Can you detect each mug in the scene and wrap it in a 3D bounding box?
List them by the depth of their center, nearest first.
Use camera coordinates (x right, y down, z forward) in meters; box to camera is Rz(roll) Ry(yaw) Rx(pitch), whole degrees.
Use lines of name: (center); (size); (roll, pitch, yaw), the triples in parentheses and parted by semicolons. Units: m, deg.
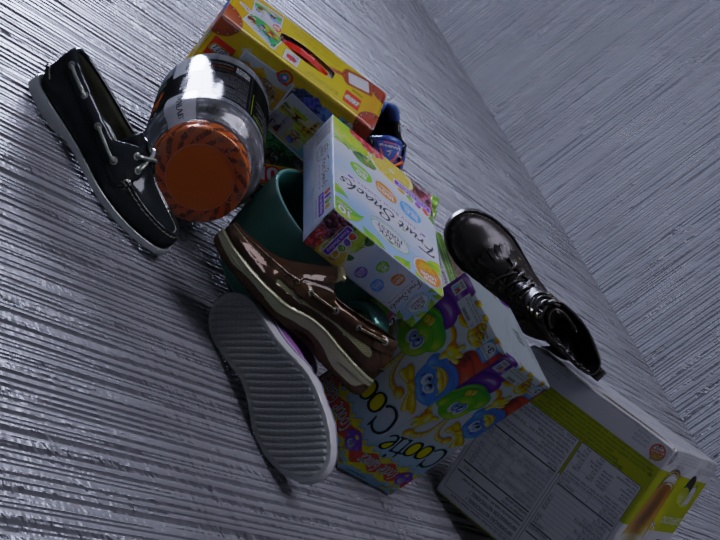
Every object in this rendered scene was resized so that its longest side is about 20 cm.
mug: (-0.062, 0.004, 1.503); (0.151, 0.114, 0.186); (34, 24, -31)

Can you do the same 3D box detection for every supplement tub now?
supplement tub: (-0.153, -0.131, 1.527); (0.123, 0.122, 0.200); (48, 15, -19)

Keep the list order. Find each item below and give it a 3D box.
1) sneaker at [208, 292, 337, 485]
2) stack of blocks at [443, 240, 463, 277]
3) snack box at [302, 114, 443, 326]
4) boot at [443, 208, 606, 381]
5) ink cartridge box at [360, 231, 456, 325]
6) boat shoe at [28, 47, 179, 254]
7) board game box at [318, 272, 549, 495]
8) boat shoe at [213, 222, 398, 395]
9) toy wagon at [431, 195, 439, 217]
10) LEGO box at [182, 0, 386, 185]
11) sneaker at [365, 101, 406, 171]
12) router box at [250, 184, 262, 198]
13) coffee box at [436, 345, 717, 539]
sneaker: (-0.056, 0.112, 1.392); (0.114, 0.072, 0.202); (37, 22, -56)
stack of blocks: (0.064, -0.030, 1.965); (0.200, 0.059, 0.115); (37, 1, 38)
snack box: (0.010, -0.052, 1.504); (0.142, 0.053, 0.201); (37, 24, -21)
boot: (0.180, 0.022, 1.648); (0.200, 0.069, 0.174); (47, 0, -16)
ink cartridge box: (0.000, 0.000, 1.660); (0.198, 0.076, 0.148); (18, 30, -23)
boat shoe: (-0.220, -0.108, 1.385); (0.201, 0.060, 0.076); (53, 15, -4)
board game box: (0.064, 0.113, 1.500); (0.103, 0.199, 0.105); (34, 25, -51)
boat shoe: (-0.045, 0.020, 1.403); (0.202, 0.075, 0.075); (46, 2, -20)
toy wagon: (0.022, -0.105, 1.889); (0.154, 0.040, 0.200); (29, 15, -2)
LEGO box: (-0.097, -0.185, 1.663); (0.199, 0.149, 0.077); (35, 37, -13)
sneaker: (0.015, -0.109, 1.675); (0.075, 0.079, 0.201); (13, 44, -20)
router box: (-0.065, -0.084, 1.833); (0.150, 0.051, 0.200); (51, 15, -5)
coffee box: (0.242, 0.231, 1.697); (0.199, 0.199, 0.199); (36, 6, 29)
